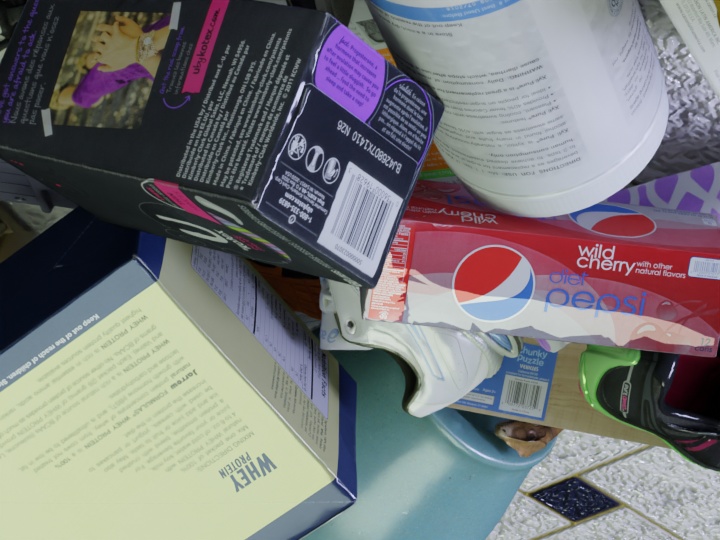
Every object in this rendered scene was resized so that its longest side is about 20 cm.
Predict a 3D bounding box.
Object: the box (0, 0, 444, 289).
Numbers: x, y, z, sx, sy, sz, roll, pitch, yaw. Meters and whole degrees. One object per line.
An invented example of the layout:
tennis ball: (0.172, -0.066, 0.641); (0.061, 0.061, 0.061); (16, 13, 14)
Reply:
box: (-0.080, -0.074, 1.271); (0.200, 0.106, 0.122); (14, 167, 37)

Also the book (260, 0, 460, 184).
book: (-0.007, -0.110, 1.426); (0.133, 0.048, 0.200); (-8, 141, 32)

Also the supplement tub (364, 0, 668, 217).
supplement tub: (0.077, -0.135, 1.287); (0.132, 0.132, 0.200); (-3, 143, 20)

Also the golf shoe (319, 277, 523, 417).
golf shoe: (0.000, 0.000, 1.429); (0.200, 0.097, 0.078); (46, -179, -6)

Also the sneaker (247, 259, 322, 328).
sneaker: (-0.026, 0.001, 1.539); (0.200, 0.076, 0.092); (-18, -178, 27)

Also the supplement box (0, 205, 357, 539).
supplement box: (-0.137, 0.084, 1.444); (0.200, 0.134, 0.200); (-35, 112, 17)

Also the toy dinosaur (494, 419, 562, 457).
toy dinosaur: (0.155, 0.045, 1.572); (0.106, 0.200, 0.060); (43, 165, 28)

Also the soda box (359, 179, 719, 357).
soda box: (0.100, -0.003, 1.364); (0.200, 0.070, 0.064); (7, 112, -5)

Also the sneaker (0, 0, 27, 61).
sneaker: (-0.177, -0.143, 1.369); (0.200, 0.088, 0.076); (-12, 109, 28)

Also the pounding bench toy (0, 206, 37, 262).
pounding bench toy: (-0.276, 0.058, 1.609); (0.124, 0.200, 0.156); (-12, 140, 30)

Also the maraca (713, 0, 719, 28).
maraca: (0.249, -0.128, 1.203); (0.200, 0.137, 0.107); (17, 165, -35)

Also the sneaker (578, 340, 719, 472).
sneaker: (0.213, 0.079, 1.438); (0.200, 0.077, 0.084); (16, 176, -40)

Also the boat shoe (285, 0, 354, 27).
boat shoe: (-0.045, -0.203, 1.264); (0.068, 0.072, 0.200); (0, 131, 22)

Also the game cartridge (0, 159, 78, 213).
game cartridge: (-0.136, -0.058, 1.518); (0.200, 0.038, 0.130); (8, 168, 4)

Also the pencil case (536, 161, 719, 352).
pencil case: (0.182, -0.010, 1.448); (0.200, 0.084, 0.086); (-17, 131, 13)

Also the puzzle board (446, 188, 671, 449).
puzzle board: (0.141, 0.023, 1.510); (0.200, 0.151, 0.017); (10, -176, 1)

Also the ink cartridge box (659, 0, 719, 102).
ink cartridge box: (0.251, -0.173, 1.277); (0.200, 0.050, 0.161); (-24, 136, 15)

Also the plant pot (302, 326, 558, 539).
plant pot: (0.023, 0.109, 1.623); (0.200, 0.200, 0.188); (29, 132, -25)
